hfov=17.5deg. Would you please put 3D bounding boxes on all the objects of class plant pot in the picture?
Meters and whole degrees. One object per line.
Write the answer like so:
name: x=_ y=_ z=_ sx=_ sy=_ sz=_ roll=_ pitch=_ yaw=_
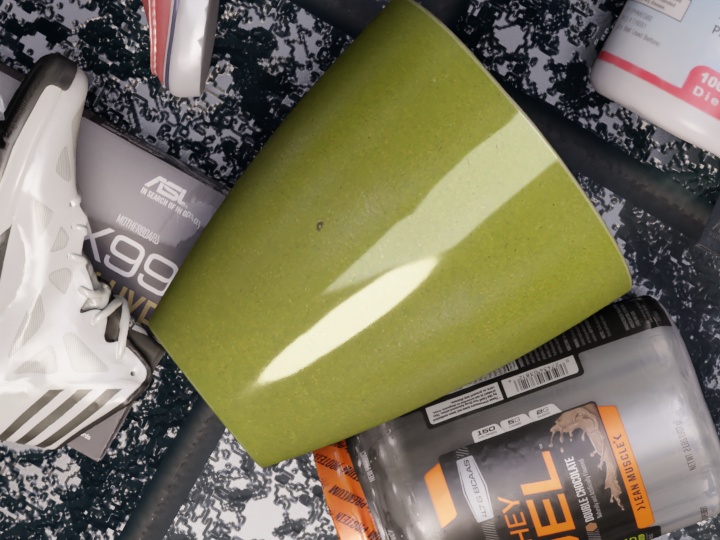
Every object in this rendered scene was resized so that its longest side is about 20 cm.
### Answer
plant pot: x=0.000 y=0.000 z=1.160 sx=0.200 sy=0.187 sz=0.188 roll=-39 pitch=97 yaw=-4

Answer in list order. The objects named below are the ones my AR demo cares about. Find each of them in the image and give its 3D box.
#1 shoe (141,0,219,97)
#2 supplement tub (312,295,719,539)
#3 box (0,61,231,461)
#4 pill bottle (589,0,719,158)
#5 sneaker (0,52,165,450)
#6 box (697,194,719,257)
shoe: x=-0.117 y=-0.192 z=1.208 sx=0.090 sy=0.071 sz=0.202 roll=3 pitch=92 yaw=0
supplement tub: x=0.082 y=0.100 z=1.221 sx=0.198 sy=0.123 sz=0.123 roll=-20 pitch=97 yaw=1
box: x=-0.185 y=-0.017 z=1.235 sx=0.199 sy=0.050 sz=0.159 roll=29 pitch=95 yaw=-5
pill bottle: x=0.208 y=-0.159 z=1.197 sx=0.108 sy=0.109 sz=0.201 roll=27 pitch=96 yaw=-5
sneaker: x=-0.146 y=-0.003 z=1.185 sx=0.114 sy=0.076 sz=0.202 roll=17 pitch=104 yaw=-12
box: x=0.281 y=-0.050 z=1.194 sx=0.199 sy=0.051 sz=0.159 roll=20 pitch=97 yaw=-39
